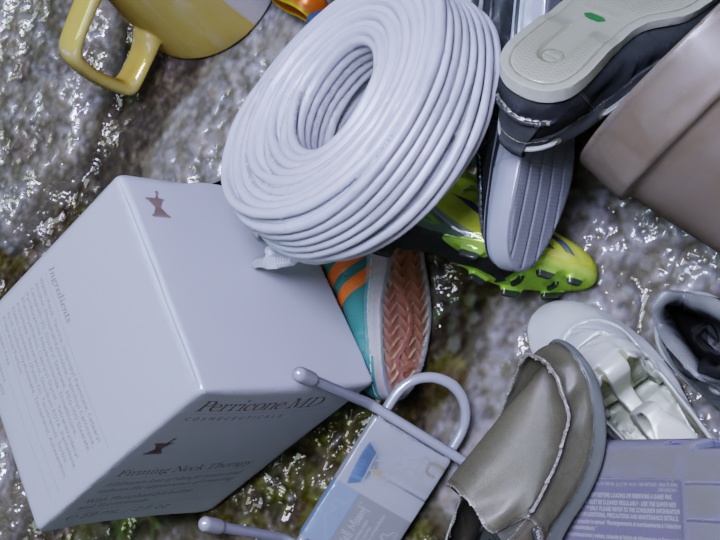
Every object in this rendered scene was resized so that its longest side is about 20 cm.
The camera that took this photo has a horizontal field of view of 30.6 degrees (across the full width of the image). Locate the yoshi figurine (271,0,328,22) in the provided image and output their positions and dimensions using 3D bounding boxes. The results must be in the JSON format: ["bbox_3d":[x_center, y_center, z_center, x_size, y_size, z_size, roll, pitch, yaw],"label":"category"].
[{"bbox_3d":[-0.004,-0.293,1.019,0.112,0.112,0.200,36,86,8],"label":"yoshi figurine"}]

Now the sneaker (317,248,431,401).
[{"bbox_3d":[0.000,0.000,0.972,0.080,0.071,0.202,-13,73,33],"label":"sneaker"}]

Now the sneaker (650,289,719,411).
[{"bbox_3d":[0.250,0.082,0.807,0.200,0.115,0.075,41,96,27],"label":"sneaker"}]

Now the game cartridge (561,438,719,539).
[{"bbox_3d":[0.170,0.169,0.809,0.200,0.038,0.131,-13,71,60],"label":"game cartridge"}]

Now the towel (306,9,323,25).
[{"bbox_3d":[0.059,-0.158,0.985,0.199,0.048,0.113,-6,80,21],"label":"towel"}]

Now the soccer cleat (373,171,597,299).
[{"bbox_3d":[0.074,-0.039,0.910,0.199,0.065,0.084,17,67,-4],"label":"soccer cleat"}]

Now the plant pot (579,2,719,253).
[{"bbox_3d":[0.264,-0.075,0.812,0.200,0.200,0.174,-43,81,10],"label":"plant pot"}]

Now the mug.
[{"bbox_3d":[-0.161,-0.249,1.050,0.148,0.153,0.188,-7,76,22],"label":"mug"}]

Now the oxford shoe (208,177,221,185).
[{"bbox_3d":[-0.147,-0.027,1.036,0.199,0.075,0.071,-31,67,15],"label":"oxford shoe"}]

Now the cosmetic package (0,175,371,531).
[{"bbox_3d":[-0.137,0.061,0.934,0.200,0.167,0.167,-40,63,32],"label":"cosmetic package"}]

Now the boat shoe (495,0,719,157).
[{"bbox_3d":[0.157,-0.139,0.817,0.200,0.068,0.072,-36,53,-29],"label":"boat shoe"}]

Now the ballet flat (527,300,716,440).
[{"bbox_3d":[0.183,0.086,0.864,0.069,0.069,0.200,-43,65,10],"label":"ballet flat"}]

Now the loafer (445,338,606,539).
[{"bbox_3d":[0.097,0.139,0.840,0.075,0.069,0.201,39,120,56],"label":"loafer"}]

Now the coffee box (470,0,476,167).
[{"bbox_3d":[0.124,-0.164,0.907,0.123,0.044,0.200,41,98,9],"label":"coffee box"}]

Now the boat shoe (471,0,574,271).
[{"bbox_3d":[0.097,-0.100,0.863,0.071,0.072,0.202,5,86,36],"label":"boat shoe"}]

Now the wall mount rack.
[{"bbox_3d":[-0.008,0.151,0.894,0.173,0.075,0.201,31,93,-14],"label":"wall mount rack"}]

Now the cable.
[{"bbox_3d":[-0.003,-0.099,0.838,0.199,0.069,0.201,-1,62,51],"label":"cable"}]
